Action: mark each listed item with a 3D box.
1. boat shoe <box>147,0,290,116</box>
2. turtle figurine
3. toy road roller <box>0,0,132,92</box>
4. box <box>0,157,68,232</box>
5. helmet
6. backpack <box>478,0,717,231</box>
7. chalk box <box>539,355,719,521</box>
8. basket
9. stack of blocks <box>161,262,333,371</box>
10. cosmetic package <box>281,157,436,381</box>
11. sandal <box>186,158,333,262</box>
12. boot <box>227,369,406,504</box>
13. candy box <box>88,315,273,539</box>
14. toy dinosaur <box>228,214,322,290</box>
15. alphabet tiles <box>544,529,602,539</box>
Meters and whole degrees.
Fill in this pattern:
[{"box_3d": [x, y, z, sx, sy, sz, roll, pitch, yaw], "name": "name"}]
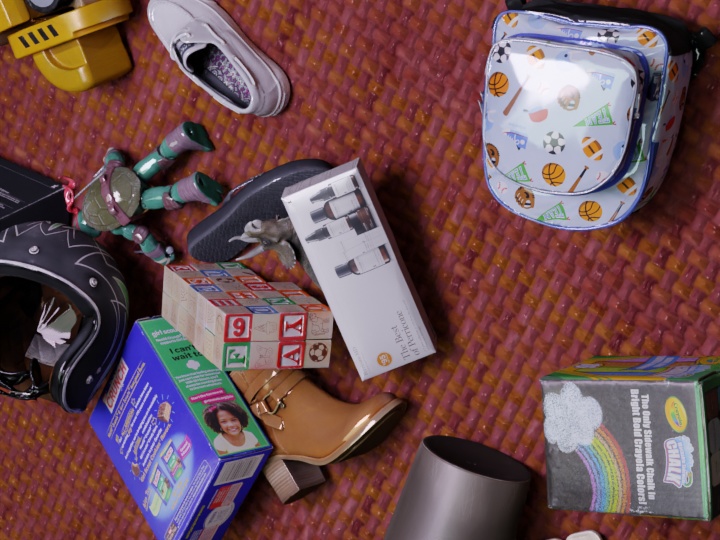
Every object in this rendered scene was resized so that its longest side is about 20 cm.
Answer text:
[{"box_3d": [-0.162, -0.226, 1.695, 0.200, 0.068, 0.072, 47, 120, 19], "name": "boat shoe"}, {"box_3d": [-0.244, -0.076, 1.765, 0.200, 0.101, 0.150, -27, 83, 29], "name": "turtle figurine"}, {"box_3d": [-0.339, -0.263, 1.782, 0.199, 0.123, 0.147, -13, 102, 34], "name": "toy road roller"}, {"box_3d": [-0.455, -0.072, 1.871, 0.199, 0.141, 0.079, 23, 128, 30], "name": "box"}, {"box_3d": [-0.340, 0.044, 1.747, 0.199, 0.200, 0.191, 13, 87, 32], "name": "helmet"}, {"box_3d": [0.193, -0.131, 1.429, 0.199, 0.154, 0.191, 14, 116, 29], "name": "backpack"}, {"box_3d": [0.276, 0.144, 1.429, 0.199, 0.124, 0.125, -1, 97, 33], "name": "chalk box"}, {"box_3d": [0.082, 0.272, 1.571, 0.135, 0.180, 0.201, 18, 99, 0], "name": "basket"}, {"box_3d": [-0.119, 0.044, 1.660, 0.200, 0.115, 0.059, -149, 61, -61], "name": "stack of blocks"}, {"box_3d": [0.000, 0.000, 1.579, 0.082, 0.051, 0.201, -22, 104, 10], "name": "cosmetic package"}, {"box_3d": [-0.111, -0.071, 1.689, 0.200, 0.076, 0.043, -29, 55, 33], "name": "sandal"}, {"box_3d": [-0.055, 0.134, 1.685, 0.200, 0.074, 0.155, -37, 73, 30], "name": "boot"}, {"box_3d": [-0.197, 0.175, 1.749, 0.200, 0.077, 0.169, 54, 133, 29], "name": "candy box"}, {"box_3d": [-0.022, -0.014, 1.642, 0.200, 0.077, 0.102, 36, 119, -11], "name": "toy dinosaur"}, {"box_3d": [0.210, 0.354, 1.574, 0.200, 0.015, 0.196, -20, 86, 35], "name": "alphabet tiles"}]
